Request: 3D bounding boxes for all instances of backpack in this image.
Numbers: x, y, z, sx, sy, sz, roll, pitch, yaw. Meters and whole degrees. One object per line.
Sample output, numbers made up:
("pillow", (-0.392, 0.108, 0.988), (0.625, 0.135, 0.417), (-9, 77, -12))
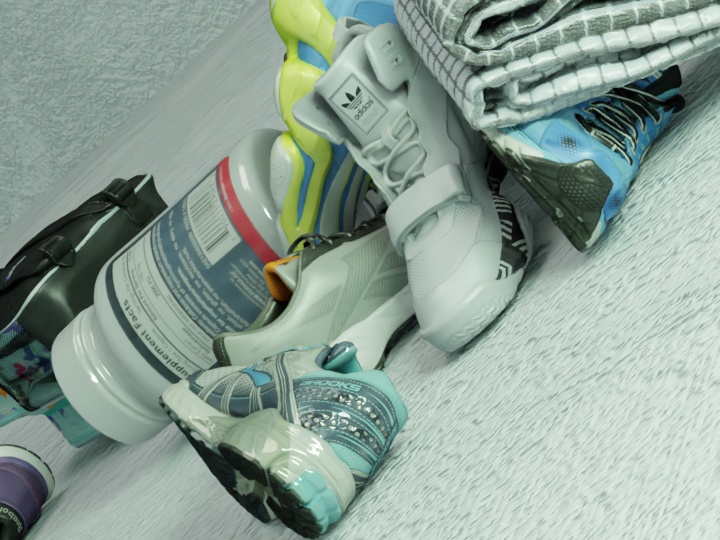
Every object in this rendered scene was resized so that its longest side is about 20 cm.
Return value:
("backpack", (-0.207, 0.037, 1.701), (0.200, 0.151, 0.178), (-21, 22, 48))

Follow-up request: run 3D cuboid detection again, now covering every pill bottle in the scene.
("pill bottle", (-0.094, 0.016, 1.442), (0.200, 0.120, 0.120), (-40, 12, 26))

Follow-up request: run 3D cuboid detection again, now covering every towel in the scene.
("towel", (0.117, -0.154, 1.121), (0.200, 0.086, 0.166), (-20, 25, -4))

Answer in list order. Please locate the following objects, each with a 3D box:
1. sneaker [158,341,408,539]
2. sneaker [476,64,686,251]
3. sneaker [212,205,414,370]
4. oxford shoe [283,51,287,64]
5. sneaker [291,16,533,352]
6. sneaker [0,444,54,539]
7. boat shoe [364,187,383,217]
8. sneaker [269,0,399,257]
("sneaker", (-0.032, 0.075, 1.145), (0.086, 0.078, 0.200), (-42, 19, -13))
("sneaker", (0.112, -0.078, 1.135), (0.090, 0.078, 0.200), (-39, 12, 15))
("sneaker", (0.000, 0.000, 1.258), (0.200, 0.079, 0.074), (-49, 9, -25))
("oxford shoe", (0.036, -0.113, 1.407), (0.071, 0.071, 0.200), (-37, -21, 20))
("sneaker", (0.023, -0.050, 1.180), (0.075, 0.115, 0.200), (-42, 26, 32))
("sneaker", (-0.311, 0.205, 1.689), (0.200, 0.076, 0.088), (-39, 18, 31))
("boat shoe", (-0.016, -0.062, 1.562), (0.065, 0.074, 0.200), (-50, 12, -4))
("sneaker", (0.005, -0.084, 1.290), (0.105, 0.201, 0.076), (0, 22, 9))
